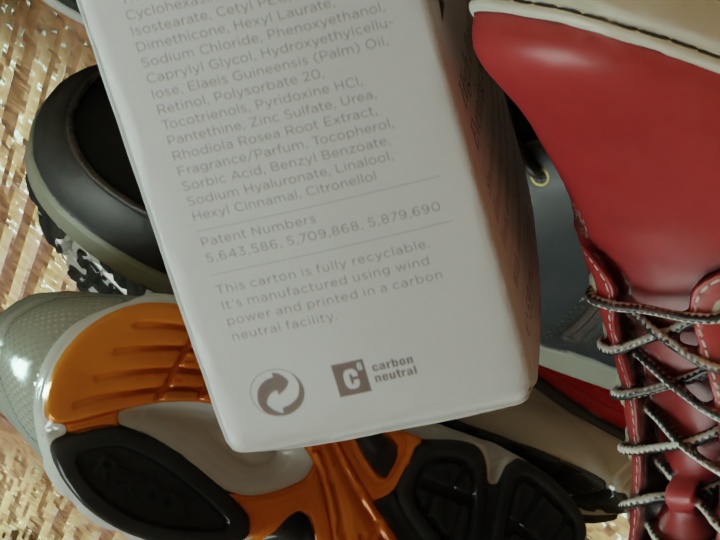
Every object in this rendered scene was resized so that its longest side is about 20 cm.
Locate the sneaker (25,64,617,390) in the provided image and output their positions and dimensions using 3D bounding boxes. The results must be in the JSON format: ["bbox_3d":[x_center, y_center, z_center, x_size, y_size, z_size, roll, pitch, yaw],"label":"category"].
[{"bbox_3d":[0.016,-0.035,0.728,0.200,0.075,0.106,12,150,-2],"label":"sneaker"}]

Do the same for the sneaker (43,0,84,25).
[{"bbox_3d":[-0.112,-0.141,0.756,0.200,0.076,0.115,49,167,-18],"label":"sneaker"}]

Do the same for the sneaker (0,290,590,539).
[{"bbox_3d":[-0.018,0.057,0.783,0.200,0.076,0.092,37,173,-32],"label":"sneaker"}]

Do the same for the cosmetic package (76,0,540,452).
[{"bbox_3d":[-0.019,-0.074,0.602,0.074,0.102,0.200,-12,119,7],"label":"cosmetic package"}]

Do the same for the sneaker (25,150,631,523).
[{"bbox_3d":[0.000,0.000,0.819,0.200,0.085,0.077,28,154,-9],"label":"sneaker"}]

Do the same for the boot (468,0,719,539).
[{"bbox_3d":[0.069,0.025,0.605,0.072,0.144,0.200,18,168,40],"label":"boot"}]
